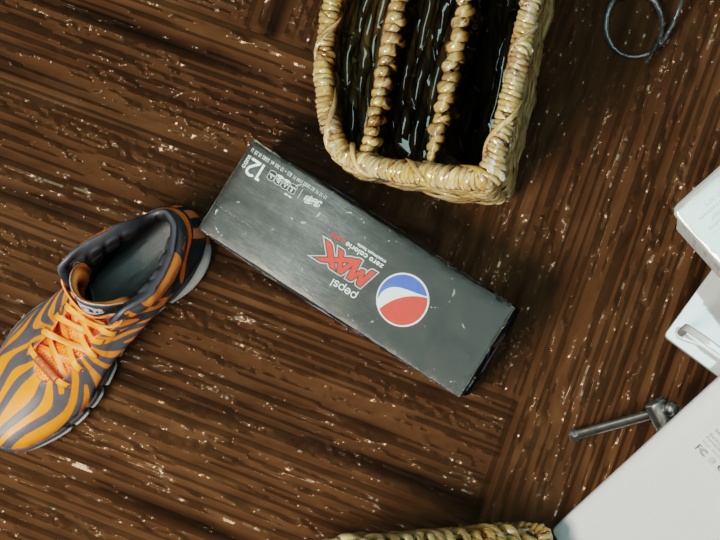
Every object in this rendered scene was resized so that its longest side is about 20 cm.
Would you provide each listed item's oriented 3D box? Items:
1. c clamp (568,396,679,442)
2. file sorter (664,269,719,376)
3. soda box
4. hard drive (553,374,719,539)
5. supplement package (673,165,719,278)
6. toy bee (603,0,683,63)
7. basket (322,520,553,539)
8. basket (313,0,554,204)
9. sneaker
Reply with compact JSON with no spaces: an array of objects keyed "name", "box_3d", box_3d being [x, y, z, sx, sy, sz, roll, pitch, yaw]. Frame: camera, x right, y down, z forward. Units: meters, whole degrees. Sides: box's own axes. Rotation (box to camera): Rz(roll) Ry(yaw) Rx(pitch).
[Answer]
[{"name":"c clamp","box_3d":[0.237,0.159,1.352,0.171,0.027,0.201,-28,91,46]},{"name":"file sorter","box_3d":[0.298,-0.001,1.333,0.138,0.125,0.200,36,92,8]},{"name":"soda box","box_3d":[0.000,0.000,1.398,0.199,0.063,0.071,33,92,8]},{"name":"hard drive","box_3d":[0.217,0.152,1.321,0.132,0.025,0.200,46,134,7]},{"name":"supplement package","box_3d":[0.279,0.007,1.214,0.117,0.117,0.200,-42,81,4]},{"name":"toy bee","box_3d":[0.248,-0.205,1.358,0.130,0.109,0.201,32,91,5]},{"name":"basket","box_3d":[0.034,0.262,1.364,0.148,0.142,0.201,0,79,-33]},{"name":"basket","box_3d":[0.042,-0.151,1.350,0.142,0.149,0.201,13,90,7]},{"name":"sneaker","box_3d":[-0.181,0.032,1.393,0.077,0.112,0.200,40,92,7]}]
